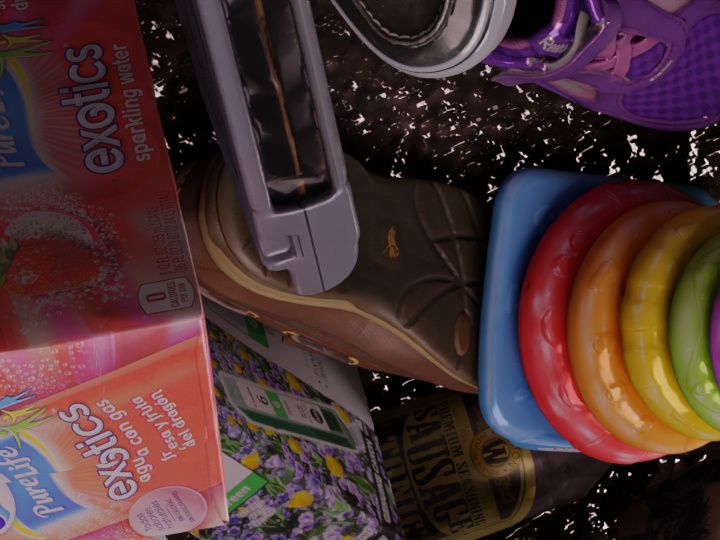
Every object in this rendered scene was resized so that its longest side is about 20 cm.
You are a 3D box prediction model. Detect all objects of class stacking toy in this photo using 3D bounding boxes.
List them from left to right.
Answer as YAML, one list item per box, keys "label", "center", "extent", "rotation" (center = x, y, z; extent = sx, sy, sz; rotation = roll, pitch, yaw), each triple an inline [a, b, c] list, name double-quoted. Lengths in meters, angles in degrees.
- label: "stacking toy"
  center: [0.140, 0.021, 0.870]
  extent: [0.115, 0.200, 0.111]
  rotation: [4, 89, -34]

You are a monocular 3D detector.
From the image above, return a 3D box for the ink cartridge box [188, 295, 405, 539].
- label: "ink cartridge box"
  center: [-0.072, 0.034, 0.896]
  extent: [0.050, 0.109, 0.200]
  rotation: [-38, 130, 19]

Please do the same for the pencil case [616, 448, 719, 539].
- label: "pencil case"
  center: [0.204, 0.103, 1.057]
  extent: [0.199, 0.078, 0.090]
  rotation: [-30, 118, 11]

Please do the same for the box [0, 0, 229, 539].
- label: "box"
  center: [-0.109, -0.012, 0.782]
  extent: [0.102, 0.201, 0.095]
  rotation: [-10, 134, -6]

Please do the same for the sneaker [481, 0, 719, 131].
- label: "sneaker"
  center: [0.068, -0.094, 0.836]
  extent: [0.200, 0.089, 0.080]
  rotation: [31, 116, -36]

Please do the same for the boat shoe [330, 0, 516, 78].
- label: "boat shoe"
  center: [-0.009, -0.148, 0.725]
  extent: [0.072, 0.071, 0.201]
  rotation: [-14, 105, 21]

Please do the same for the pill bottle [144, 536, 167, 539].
- label: "pill bottle"
  center: [-0.126, 0.133, 0.913]
  extent: [0.112, 0.113, 0.200]
  rotation: [-6, 175, -10]

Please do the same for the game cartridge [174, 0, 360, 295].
- label: "game cartridge"
  center: [-0.045, -0.106, 0.761]
  extent: [0.041, 0.134, 0.201]
  rotation: [-14, 133, -2]

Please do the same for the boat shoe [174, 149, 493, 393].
- label: "boat shoe"
  center: [0.000, 0.000, 0.923]
  extent: [0.067, 0.073, 0.199]
  rotation: [-9, 157, 43]

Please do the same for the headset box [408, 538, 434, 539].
- label: "headset box"
  center: [0.078, 0.192, 0.980]
  extent: [0.199, 0.093, 0.174]
  rotation: [8, 146, -24]

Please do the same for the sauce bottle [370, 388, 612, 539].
- label: "sauce bottle"
  center: [0.048, 0.076, 1.000]
  extent: [0.199, 0.066, 0.066]
  rotation: [-21, 133, 2]
